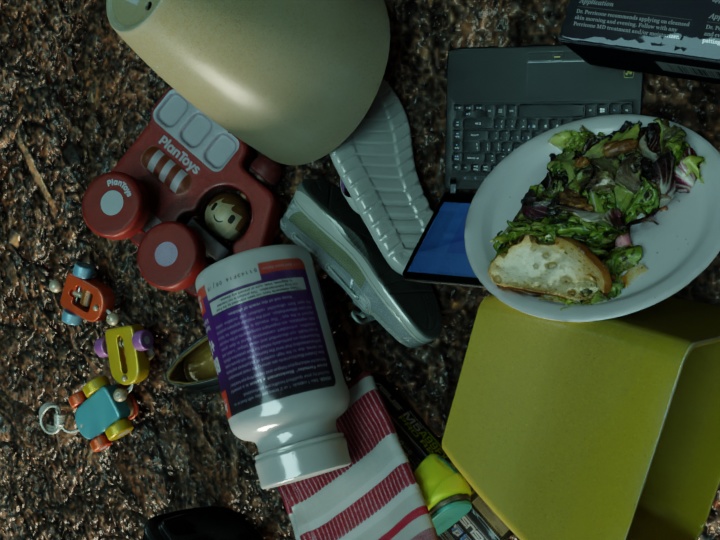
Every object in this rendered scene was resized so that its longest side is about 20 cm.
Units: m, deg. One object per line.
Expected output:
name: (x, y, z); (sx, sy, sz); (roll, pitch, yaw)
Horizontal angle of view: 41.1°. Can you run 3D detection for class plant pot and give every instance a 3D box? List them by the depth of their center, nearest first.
plant pot: (0.182, 0.108, 0.756); (0.176, 0.200, 0.201); (23, 107, 35)
plant pot: (-0.109, -0.211, 0.827); (0.187, 0.200, 0.188); (-15, 68, 40)

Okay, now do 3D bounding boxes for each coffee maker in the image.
coffee maker: (-0.190, 0.357, 1.012); (0.192, 0.135, 0.201); (19, 104, 26)

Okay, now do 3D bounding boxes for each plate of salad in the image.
plate of salad: (0.170, -0.050, 0.708); (0.199, 0.048, 0.201); (-15, 47, 16)

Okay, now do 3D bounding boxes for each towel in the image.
towel: (-0.009, 0.209, 0.863); (0.144, 0.023, 0.200); (-41, 51, 24)

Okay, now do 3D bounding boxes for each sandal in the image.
sandal: (0.014, -0.086, 0.891); (0.050, 0.082, 0.203); (135, 119, -69)

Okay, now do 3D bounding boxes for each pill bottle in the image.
pill bottle: (-0.074, 0.088, 0.864); (0.111, 0.111, 0.201); (-23, 75, 28)

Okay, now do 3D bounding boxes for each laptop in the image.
laptop: (0.134, -0.090, 0.799); (0.177, 0.103, 0.201); (5, 99, 27)

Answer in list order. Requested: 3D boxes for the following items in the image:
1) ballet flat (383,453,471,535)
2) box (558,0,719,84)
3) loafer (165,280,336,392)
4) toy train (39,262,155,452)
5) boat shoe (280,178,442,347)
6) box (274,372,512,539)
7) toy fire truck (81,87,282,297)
ballet flat: (0.023, 0.243, 0.880); (0.200, 0.067, 0.067); (-49, 53, 21)
box: (0.270, -0.234, 0.697); (0.199, 0.104, 0.183); (16, 98, 25)
loafer: (-0.111, 0.074, 0.968); (0.200, 0.072, 0.073); (-35, 79, 26)
toy train: (-0.293, 0.099, 1.082); (0.150, 0.056, 0.201); (19, 102, 26)
boat shoe: (-0.001, 0.000, 0.903); (0.202, 0.074, 0.065); (47, 121, 20)
box: (0.026, 0.226, 0.930); (0.200, 0.044, 0.160); (47, 115, 16)
toy fire truck: (-0.166, -0.071, 0.969); (0.200, 0.112, 0.168); (39, 94, 17)
